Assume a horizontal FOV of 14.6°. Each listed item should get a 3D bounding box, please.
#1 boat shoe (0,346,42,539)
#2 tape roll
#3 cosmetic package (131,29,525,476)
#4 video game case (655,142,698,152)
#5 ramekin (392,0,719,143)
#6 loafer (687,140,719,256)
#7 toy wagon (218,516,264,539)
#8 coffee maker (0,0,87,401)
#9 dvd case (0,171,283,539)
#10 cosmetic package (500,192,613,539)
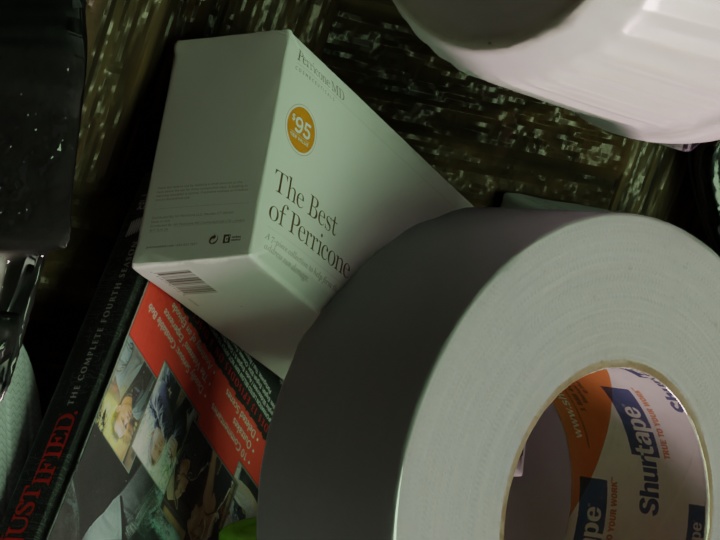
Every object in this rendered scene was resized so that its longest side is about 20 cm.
[{"bbox_3d":[-0.147,0.112,0.867,0.072,0.070,0.201,29,65,-61],"label":"boat shoe"},{"bbox_3d":[0.059,0.080,0.928,0.199,0.066,0.202,-3,95,-44],"label":"tape roll"},{"bbox_3d":[0.000,0.000,0.967,0.200,0.050,0.083,40,51,-52],"label":"cosmetic package"},{"bbox_3d":[0.147,-0.147,1.025,0.200,0.036,0.182,-35,140,-70],"label":"video game case"},{"bbox_3d":[0.079,-0.143,0.894,0.094,0.202,0.204,2,110,-37],"label":"ramekin"},{"bbox_3d":[0.201,0.018,1.160,0.072,0.063,0.201,-28,111,8],"label":"loafer"},{"bbox_3d":[0.009,0.152,0.965,0.199,0.039,0.156,-12,101,-49],"label":"toy wagon"},{"bbox_3d":[-0.180,-0.055,0.712,0.199,0.134,0.194,1,87,-50],"label":"coffee maker"},{"bbox_3d":[-0.068,0.089,0.924,0.146,0.022,0.201,60,39,-47],"label":"dvd case"},{"bbox_3d":[0.084,0.083,1.086,0.081,0.113,0.201,4,106,-50],"label":"cosmetic package"}]
